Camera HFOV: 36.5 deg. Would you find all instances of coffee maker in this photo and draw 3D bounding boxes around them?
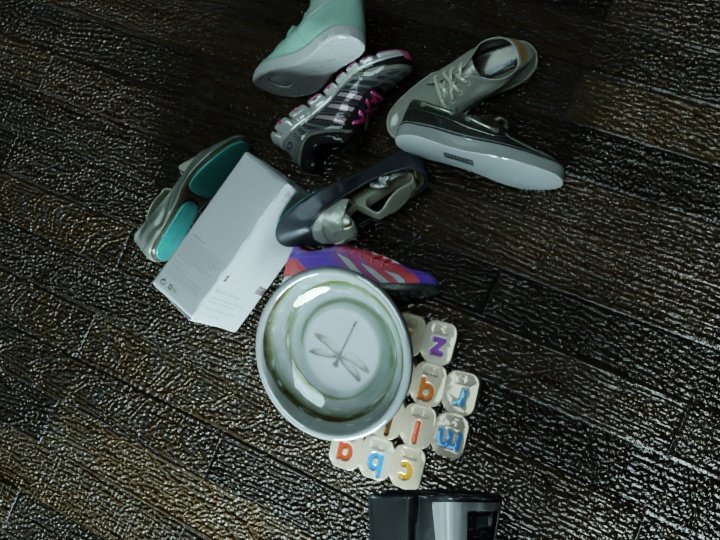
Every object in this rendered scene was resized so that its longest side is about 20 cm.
[{"bbox_3d":[0.059,0.333,1.156,0.192,0.135,0.201,-6,76,22],"label":"coffee maker"}]

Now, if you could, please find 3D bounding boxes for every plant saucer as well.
[{"bbox_3d":[-0.024,0.093,1.254,0.200,0.050,0.201,3,98,26],"label":"plant saucer"}]

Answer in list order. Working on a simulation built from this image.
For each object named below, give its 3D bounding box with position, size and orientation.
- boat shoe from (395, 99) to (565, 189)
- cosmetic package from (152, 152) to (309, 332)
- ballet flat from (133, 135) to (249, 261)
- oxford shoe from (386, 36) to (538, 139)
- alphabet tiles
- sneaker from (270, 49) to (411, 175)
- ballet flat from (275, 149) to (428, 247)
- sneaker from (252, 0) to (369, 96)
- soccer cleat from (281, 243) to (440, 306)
[{"bbox_3d":[0.142,-0.149,1.252,0.199,0.071,0.064,19,73,9],"label":"boat shoe"},{"bbox_3d":[-0.146,-0.032,1.335,0.081,0.113,0.200,40,97,25],"label":"cosmetic package"},{"bbox_3d":[-0.224,-0.104,1.408,0.064,0.067,0.200,39,95,32],"label":"ballet flat"},{"bbox_3d":[0.114,-0.219,1.298,0.200,0.058,0.075,-27,73,18],"label":"oxford shoe"},{"bbox_3d":[0.038,0.145,1.266,0.199,0.015,0.196,13,89,24],"label":"alphabet tiles"},{"bbox_3d":[-0.010,-0.188,1.336,0.200,0.074,0.088,-35,75,10],"label":"sneaker"},{"bbox_3d":[-0.005,-0.076,1.284,0.200,0.073,0.073,-30,68,-6],"label":"ballet flat"},{"bbox_3d":[-0.058,-0.296,1.363,0.200,0.074,0.119,-19,56,47],"label":"sneaker"},{"bbox_3d":[0.000,0.000,1.293,0.199,0.068,0.073,2,75,25],"label":"soccer cleat"}]
